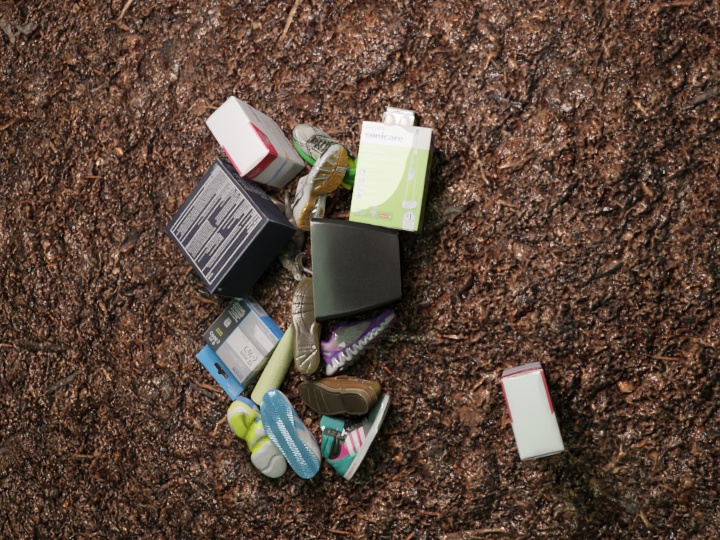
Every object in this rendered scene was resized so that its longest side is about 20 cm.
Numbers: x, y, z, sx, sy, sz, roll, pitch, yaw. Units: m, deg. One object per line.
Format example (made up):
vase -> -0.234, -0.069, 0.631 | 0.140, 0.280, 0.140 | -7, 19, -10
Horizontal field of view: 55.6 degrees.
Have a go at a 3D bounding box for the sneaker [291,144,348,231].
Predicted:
sneaker -> -0.097, -0.186, 1.430 | 0.202, 0.074, 0.088 | -60, 41, 25

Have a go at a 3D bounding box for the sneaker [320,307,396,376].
sneaker -> -0.013, 0.136, 1.456 | 0.199, 0.080, 0.089 | -39, 71, 12

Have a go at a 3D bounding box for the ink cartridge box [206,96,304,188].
ink cartridge box -> -0.219, -0.267, 1.458 | 0.085, 0.200, 0.149 | -38, 78, 12

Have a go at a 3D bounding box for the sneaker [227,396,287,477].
sneaker -> -0.222, 0.358, 1.515 | 0.074, 0.105, 0.203 | -26, 110, 4

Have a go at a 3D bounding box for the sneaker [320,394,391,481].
sneaker -> -0.023, 0.329, 1.449 | 0.119, 0.084, 0.203 | 30, 97, 6

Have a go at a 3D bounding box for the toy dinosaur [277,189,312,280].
toy dinosaur -> -0.160, -0.070, 1.510 | 0.077, 0.100, 0.206 | -24, 63, 58

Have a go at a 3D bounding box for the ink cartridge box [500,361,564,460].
ink cartridge box -> 0.322, 0.257, 1.284 | 0.084, 0.200, 0.151 | -17, 83, 14

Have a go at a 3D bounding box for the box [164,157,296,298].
box -> -0.274, -0.084, 1.440 | 0.201, 0.123, 0.199 | -48, 64, 13

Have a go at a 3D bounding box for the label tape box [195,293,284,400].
label tape box -> -0.278, 0.175, 1.537 | 0.143, 0.066, 0.200 | 45, 98, 13

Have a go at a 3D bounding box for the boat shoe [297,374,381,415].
boat shoe -> -0.043, 0.260, 1.444 | 0.196, 0.068, 0.074 | 3, 116, 37

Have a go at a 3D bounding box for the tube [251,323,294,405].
tube -> -0.178, 0.203, 1.507 | 0.051, 0.058, 0.203 | 24, 101, -19

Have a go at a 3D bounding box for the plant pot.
plant pot -> 0.000, 0.000, 1.403 | 0.172, 0.199, 0.206 | -2, 87, 6

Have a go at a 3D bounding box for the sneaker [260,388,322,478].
sneaker -> -0.151, 0.350, 1.479 | 0.075, 0.081, 0.203 | -31, 83, 4

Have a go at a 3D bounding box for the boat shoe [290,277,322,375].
boat shoe -> -0.115, 0.121, 1.453 | 0.070, 0.066, 0.207 | 1, 74, -7

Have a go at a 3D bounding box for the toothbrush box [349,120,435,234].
toothbrush box -> 0.066, -0.187, 1.386 | 0.142, 0.086, 0.206 | 8, 91, 12

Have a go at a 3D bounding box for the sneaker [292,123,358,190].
sneaker -> -0.066, -0.260, 1.473 | 0.198, 0.085, 0.079 | 35, 76, 13

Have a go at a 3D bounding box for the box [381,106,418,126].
box -> 0.069, -0.239, 1.456 | 0.073, 0.050, 0.206 | 13, 92, 14

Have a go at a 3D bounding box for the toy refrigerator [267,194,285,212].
toy refrigerator -> -0.253, -0.078, 1.536 | 0.075, 0.070, 0.203 | 31, 96, 16
